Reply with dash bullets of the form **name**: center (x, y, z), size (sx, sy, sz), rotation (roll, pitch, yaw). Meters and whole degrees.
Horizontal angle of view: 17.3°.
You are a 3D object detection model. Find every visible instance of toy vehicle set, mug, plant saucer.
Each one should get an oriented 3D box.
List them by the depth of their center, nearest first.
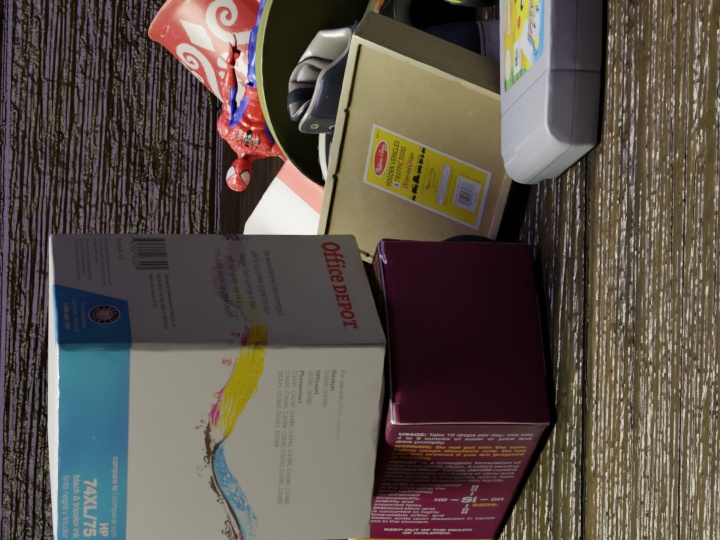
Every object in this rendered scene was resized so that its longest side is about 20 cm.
- **toy vehicle set**: center (0.042, -0.069, 1.550), size (0.200, 0.124, 0.027), rotation (102, -165, -49)
- **plant saucer**: center (-0.013, -0.160, 1.758), size (0.031, 0.199, 0.201), rotation (8, 99, 41)
- **mug**: center (-0.057, -0.164, 1.888), size (0.200, 0.133, 0.178), rotation (47, 178, 3)

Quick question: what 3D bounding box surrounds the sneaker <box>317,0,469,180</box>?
- **sneaker**: center (0.030, -0.137, 1.707), size (0.090, 0.070, 0.201), rotation (-11, 60, 63)

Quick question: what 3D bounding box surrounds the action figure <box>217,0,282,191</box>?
- **action figure**: center (-0.069, -0.155, 1.801), size (0.052, 0.065, 0.201), rotation (-70, -4, -72)

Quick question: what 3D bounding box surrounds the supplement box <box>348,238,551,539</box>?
- **supplement box**: center (0.050, 0.083, 1.534), size (0.200, 0.103, 0.132), rotation (106, 163, -61)

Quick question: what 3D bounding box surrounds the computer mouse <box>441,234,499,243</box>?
- **computer mouse**: center (0.014, 0.017, 1.578), size (0.059, 0.199, 0.034), rotation (38, -140, -51)

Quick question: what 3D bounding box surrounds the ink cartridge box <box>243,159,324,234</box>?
- **ink cartridge box**: center (-0.018, -0.011, 1.875), size (0.161, 0.050, 0.200), rotation (41, 153, 15)

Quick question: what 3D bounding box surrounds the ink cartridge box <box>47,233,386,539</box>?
- **ink cartridge box**: center (-0.094, 0.072, 1.481), size (0.147, 0.199, 0.147), rotation (-106, 18, -61)

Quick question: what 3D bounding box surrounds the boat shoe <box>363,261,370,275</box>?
- **boat shoe**: center (0.000, 0.000, 1.701), size (0.200, 0.075, 0.062), rotation (-46, -64, -49)

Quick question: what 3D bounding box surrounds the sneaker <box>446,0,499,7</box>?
- **sneaker**: center (0.070, -0.269, 1.575), size (0.081, 0.073, 0.201), rotation (119, 150, -65)

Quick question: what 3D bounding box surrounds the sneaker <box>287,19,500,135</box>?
- **sneaker**: center (0.018, -0.089, 1.641), size (0.077, 0.145, 0.203), rotation (-102, 14, -50)

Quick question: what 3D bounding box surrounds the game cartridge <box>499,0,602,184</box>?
- **game cartridge**: center (0.112, -0.161, 1.399), size (0.133, 0.040, 0.201), rotation (143, 128, -74)
